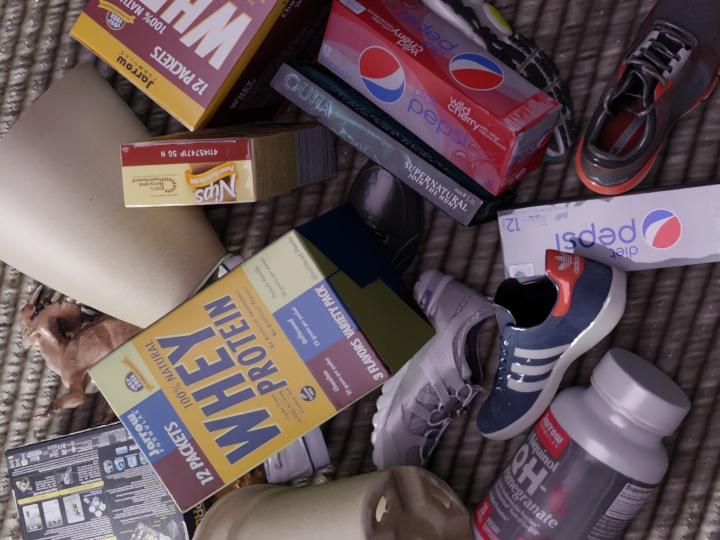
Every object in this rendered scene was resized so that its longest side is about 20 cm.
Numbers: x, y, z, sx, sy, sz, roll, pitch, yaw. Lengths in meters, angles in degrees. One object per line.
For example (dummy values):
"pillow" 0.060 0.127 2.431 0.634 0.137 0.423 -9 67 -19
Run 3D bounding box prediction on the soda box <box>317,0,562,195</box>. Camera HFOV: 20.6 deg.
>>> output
"soda box" 0.062 -0.150 1.598 0.200 0.063 0.070 39 137 21

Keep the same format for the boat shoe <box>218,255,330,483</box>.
"boat shoe" -0.101 0.092 1.730 0.086 0.075 0.202 -22 97 -9

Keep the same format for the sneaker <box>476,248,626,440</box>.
"sneaker" 0.132 0.056 1.616 0.084 0.075 0.200 25 125 -14

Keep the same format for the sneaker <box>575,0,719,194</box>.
"sneaker" 0.237 -0.154 1.571 0.077 0.082 0.200 25 84 14

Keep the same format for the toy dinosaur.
"toy dinosaur" -0.223 0.066 1.775 0.199 0.086 0.136 -7 76 9

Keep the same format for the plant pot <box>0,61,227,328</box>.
"plant pot" -0.219 -0.046 1.718 0.200 0.187 0.187 40 107 -2

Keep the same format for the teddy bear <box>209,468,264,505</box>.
"teddy bear" -0.154 0.234 1.788 0.145 0.067 0.200 33 113 21

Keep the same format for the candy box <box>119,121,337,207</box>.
"candy box" -0.105 -0.090 1.649 0.115 0.200 0.055 -1 98 18

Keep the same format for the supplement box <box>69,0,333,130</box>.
"supplement box" -0.098 -0.236 1.628 0.133 0.200 0.197 38 107 10

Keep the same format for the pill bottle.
"pill bottle" 0.183 0.166 1.635 0.111 0.111 0.200 36 106 11

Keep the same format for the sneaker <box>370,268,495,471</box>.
"sneaker" 0.065 0.103 1.684 0.082 0.075 0.200 16 101 17

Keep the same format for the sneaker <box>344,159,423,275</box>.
"sneaker" 0.000 0.000 1.691 0.075 0.079 0.200 18 101 15

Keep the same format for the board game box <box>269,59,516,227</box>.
"board game box" 0.030 -0.106 1.637 0.200 0.135 0.028 36 103 10

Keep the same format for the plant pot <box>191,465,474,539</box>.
"plant pot" -0.009 0.247 1.633 0.183 0.200 0.201 -28 88 41

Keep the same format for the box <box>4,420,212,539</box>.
"box" -0.219 0.216 1.758 0.200 0.049 0.162 -17 83 35

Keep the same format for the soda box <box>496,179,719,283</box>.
"soda box" 0.217 -0.033 1.620 0.200 0.068 0.064 -7 95 19

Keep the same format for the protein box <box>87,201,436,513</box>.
"protein box" -0.072 0.063 1.573 0.200 0.199 0.135 -34 90 15

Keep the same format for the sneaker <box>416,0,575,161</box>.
"sneaker" 0.101 -0.166 1.651 0.200 0.077 0.080 49 128 12
